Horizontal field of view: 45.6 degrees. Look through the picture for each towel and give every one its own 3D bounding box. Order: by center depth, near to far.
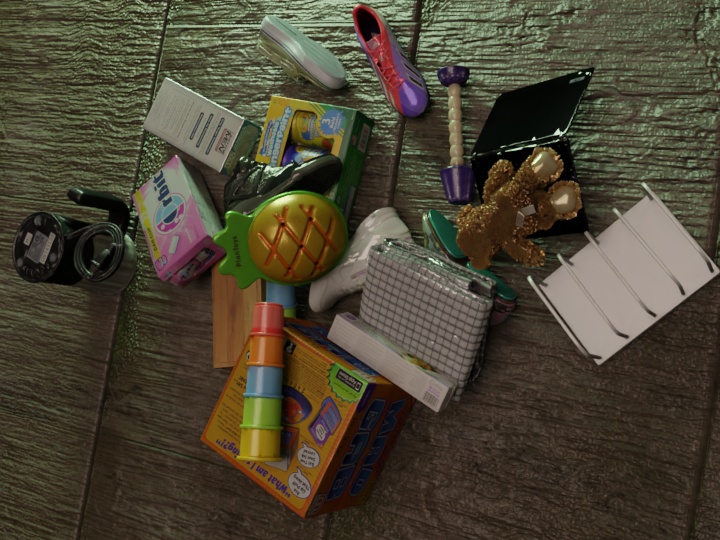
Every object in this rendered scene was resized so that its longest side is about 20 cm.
[{"bbox_3d":[0.096,0.062,1.218,0.198,0.085,0.169,24,116,28],"label":"towel"}]

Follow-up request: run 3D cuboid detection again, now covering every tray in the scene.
[{"bbox_3d":[-0.197,0.056,1.415,0.097,0.037,0.205,-8,78,25],"label":"tray"}]

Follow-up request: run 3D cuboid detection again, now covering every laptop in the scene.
[{"bbox_3d":[0.252,-0.156,1.201,0.176,0.102,0.204,-5,103,52],"label":"laptop"}]

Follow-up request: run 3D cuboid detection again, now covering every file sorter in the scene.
[{"bbox_3d":[0.338,0.004,1.112,0.199,0.124,0.140,-41,68,14],"label":"file sorter"}]

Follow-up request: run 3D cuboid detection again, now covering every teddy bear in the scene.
[{"bbox_3d":[0.214,-0.081,1.159,0.145,0.066,0.201,43,131,16],"label":"teddy bear"}]

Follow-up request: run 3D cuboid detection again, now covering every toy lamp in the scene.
[{"bbox_3d":[0.144,-0.200,1.275,0.057,0.058,0.205,-5,81,25],"label":"toy lamp"}]

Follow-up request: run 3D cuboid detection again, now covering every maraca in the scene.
[{"bbox_3d":[-0.114,-0.042,1.247,0.196,0.107,0.140,-12,104,-10],"label":"maraca"}]

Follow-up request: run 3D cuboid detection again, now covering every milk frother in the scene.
[{"bbox_3d":[-0.447,-0.021,1.463,0.200,0.187,0.181,46,103,24],"label":"milk frother"}]

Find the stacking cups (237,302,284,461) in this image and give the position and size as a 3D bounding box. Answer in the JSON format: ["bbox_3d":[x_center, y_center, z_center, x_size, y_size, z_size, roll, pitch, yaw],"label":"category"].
[{"bbox_3d":[-0.131,0.146,1.126,0.059,0.060,0.205,-5,79,25],"label":"stacking cups"}]

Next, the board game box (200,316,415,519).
[{"bbox_3d":[-0.067,0.204,1.236,0.198,0.199,0.203,29,95,26],"label":"board game box"}]

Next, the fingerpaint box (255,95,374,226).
[{"bbox_3d":[-0.085,-0.163,1.371,0.164,0.073,0.204,15,89,27],"label":"fingerpaint box"}]

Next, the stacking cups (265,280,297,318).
[{"bbox_3d":[-0.125,0.033,1.342,0.059,0.060,0.205,5,99,26],"label":"stacking cups"}]

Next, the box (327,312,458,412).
[{"bbox_3d":[0.043,0.125,1.191,0.198,0.038,0.042,31,106,24],"label":"box"}]

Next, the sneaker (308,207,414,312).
[{"bbox_3d":[0.000,0.000,1.304,0.200,0.075,0.100,-47,65,13],"label":"sneaker"}]

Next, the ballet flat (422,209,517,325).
[{"bbox_3d":[0.143,0.001,1.246,0.200,0.069,0.072,49,123,23],"label":"ballet flat"}]

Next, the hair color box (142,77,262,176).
[{"bbox_3d":[-0.275,-0.246,1.484,0.198,0.060,0.101,30,96,27],"label":"hair color box"}]

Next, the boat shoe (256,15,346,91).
[{"bbox_3d":[-0.098,-0.348,1.418,0.200,0.071,0.063,45,126,28],"label":"boat shoe"}]

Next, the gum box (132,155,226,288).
[{"bbox_3d":[-0.303,-0.078,1.446,0.113,0.066,0.202,-38,55,15],"label":"gum box"}]

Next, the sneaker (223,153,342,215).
[{"bbox_3d":[-0.127,-0.143,1.304,0.197,0.076,0.116,-30,60,11],"label":"sneaker"}]

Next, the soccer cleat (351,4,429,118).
[{"bbox_3d":[0.042,-0.325,1.333,0.068,0.073,0.203,-31,70,18],"label":"soccer cleat"}]
